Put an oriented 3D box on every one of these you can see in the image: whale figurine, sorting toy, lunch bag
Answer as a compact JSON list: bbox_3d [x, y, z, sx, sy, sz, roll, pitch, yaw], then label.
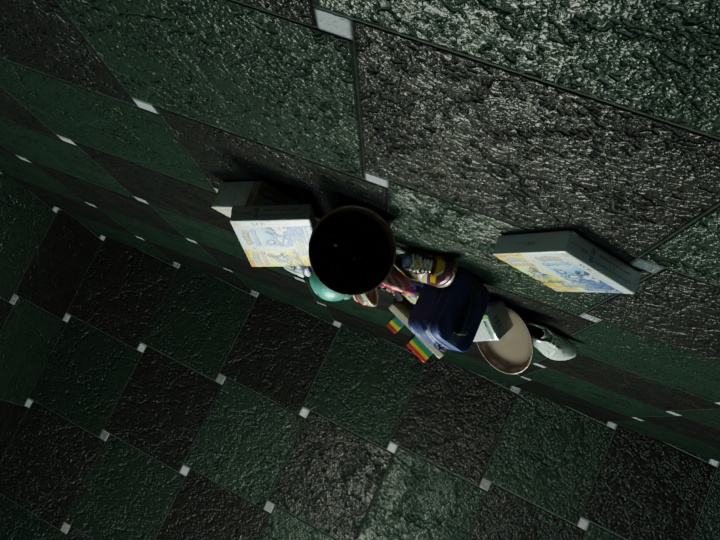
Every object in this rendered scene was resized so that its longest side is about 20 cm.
[{"bbox_3d":[-0.094,0.031,1.913,0.159,0.104,0.200,44,161,-9],"label":"whale figurine"},{"bbox_3d":[0.161,0.153,2.018,0.200,0.070,0.199,44,-157,0],"label":"sorting toy"},{"bbox_3d":[0.219,0.102,1.730,0.135,0.202,0.132,33,162,-30],"label":"lunch bag"}]

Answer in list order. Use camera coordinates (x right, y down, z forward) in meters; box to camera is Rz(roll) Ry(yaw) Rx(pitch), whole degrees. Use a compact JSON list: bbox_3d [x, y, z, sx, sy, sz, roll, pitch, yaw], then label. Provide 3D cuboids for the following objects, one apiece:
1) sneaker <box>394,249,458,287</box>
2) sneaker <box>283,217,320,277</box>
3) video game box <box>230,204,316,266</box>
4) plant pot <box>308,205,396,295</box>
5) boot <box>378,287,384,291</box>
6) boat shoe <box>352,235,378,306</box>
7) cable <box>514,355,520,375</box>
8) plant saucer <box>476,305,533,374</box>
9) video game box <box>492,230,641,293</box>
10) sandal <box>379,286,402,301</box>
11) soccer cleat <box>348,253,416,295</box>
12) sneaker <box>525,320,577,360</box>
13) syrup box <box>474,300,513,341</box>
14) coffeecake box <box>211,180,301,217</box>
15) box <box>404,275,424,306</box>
[{"bbox_3d":[0.146,-0.008,1.667,0.089,0.076,0.199,21,169,-26],"label":"sneaker"},{"bbox_3d":[-0.136,-0.051,1.800,0.198,0.081,0.147,-3,129,35],"label":"sneaker"},{"bbox_3d":[-0.186,-0.077,1.630,0.180,0.047,0.201,1,150,9],"label":"video game box"},{"bbox_3d":[-0.022,-0.050,1.579,0.185,0.189,0.200,22,-177,-4],"label":"plant pot"},{"bbox_3d":[-0.013,-0.011,1.948,0.209,0.080,0.158,10,168,29],"label":"boot"},{"bbox_3d":[0.000,0.000,1.792,0.062,0.071,0.202,21,132,50],"label":"boat shoe"},{"bbox_3d":[0.394,0.194,2.001,0.200,0.050,0.165,44,146,47],"label":"cable"},{"bbox_3d":[0.393,0.181,1.925,0.032,0.203,0.199,-21,-161,-37],"label":"plant saucer"},{"bbox_3d":[0.370,-0.013,1.289,0.181,0.047,0.199,29,167,-24],"label":"video game box"},{"bbox_3d":[0.054,0.002,1.812,0.042,0.077,0.201,-22,126,19],"label":"sandal"},{"bbox_3d":[0.048,-0.002,1.700,0.198,0.077,0.067,23,179,12],"label":"soccer cleat"},{"bbox_3d":[0.517,0.195,1.968,0.198,0.071,0.080,23,167,-6],"label":"sneaker"},{"bbox_3d":[0.306,0.141,1.916,0.199,0.081,0.079,-12,108,52],"label":"syrup box"},{"bbox_3d":[-0.242,-0.150,1.716,0.153,0.074,0.199,29,167,-37],"label":"coffeecake box"},{"bbox_3d":[0.170,0.063,1.902,0.069,0.065,0.200,17,169,23],"label":"box"}]
